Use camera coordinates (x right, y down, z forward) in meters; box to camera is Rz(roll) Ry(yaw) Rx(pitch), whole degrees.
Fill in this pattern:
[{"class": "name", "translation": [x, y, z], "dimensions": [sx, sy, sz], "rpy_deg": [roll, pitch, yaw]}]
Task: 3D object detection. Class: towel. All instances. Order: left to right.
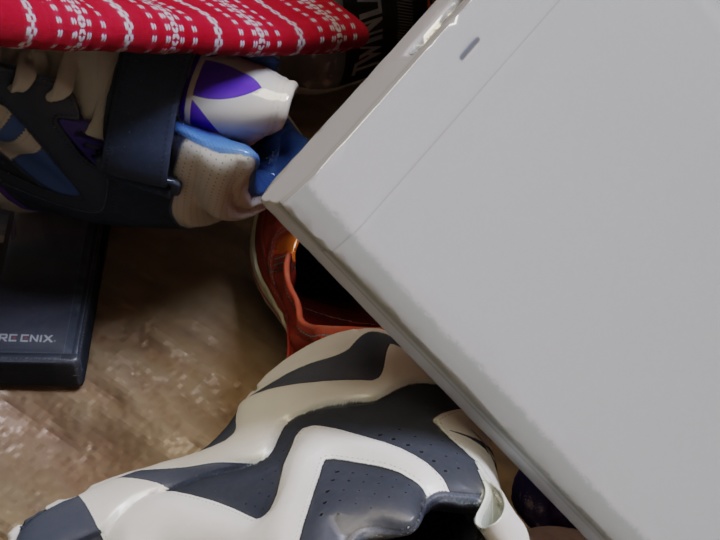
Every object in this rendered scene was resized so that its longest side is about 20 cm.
[{"class": "towel", "translation": [-0.100, -0.114, 0.760], "dimensions": [0.145, 0.022, 0.200], "rpy_deg": [42, 25, 25]}]

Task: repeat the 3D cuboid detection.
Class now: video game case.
[{"class": "video game case", "translation": [-0.164, -0.038, 0.910], "dimensions": [0.143, 0.019, 0.200], "rpy_deg": [1, 48, 4]}]

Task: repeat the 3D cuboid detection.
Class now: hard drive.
[{"class": "hard drive", "translation": [0.084, 0.002, 0.664], "dimensions": [0.132, 0.200, 0.026], "rpy_deg": [-49, 20, -13]}]

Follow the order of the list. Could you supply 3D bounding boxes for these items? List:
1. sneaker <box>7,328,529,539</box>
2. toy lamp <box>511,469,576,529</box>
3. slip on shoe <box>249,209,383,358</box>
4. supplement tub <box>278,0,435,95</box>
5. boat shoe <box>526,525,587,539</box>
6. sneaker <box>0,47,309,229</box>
[{"class": "sneaker", "translation": [-0.036, 0.108, 0.646], "dimensions": [0.199, 0.080, 0.130], "rpy_deg": [-32, 26, -8]}, {"class": "toy lamp", "translation": [0.101, 0.134, 0.713], "dimensions": [0.058, 0.058, 0.200], "rpy_deg": [-15, 47, -11]}, {"class": "slip on shoe", "translation": [0.000, 0.000, 0.817], "dimensions": [0.074, 0.061, 0.200], "rpy_deg": [2, 28, -5]}, {"class": "supplement tub", "translation": [0.015, -0.143, 0.927], "dimensions": [0.200, 0.123, 0.123], "rpy_deg": [-21, 50, -15]}, {"class": "boat shoe", "translation": [0.059, 0.152, 0.657], "dimensions": [0.069, 0.071, 0.200], "rpy_deg": [15, 33, -34]}, {"class": "sneaker", "translation": [-0.095, -0.078, 0.788], "dimensions": [0.146, 0.200, 0.081], "rpy_deg": [1, 64, 27]}]
